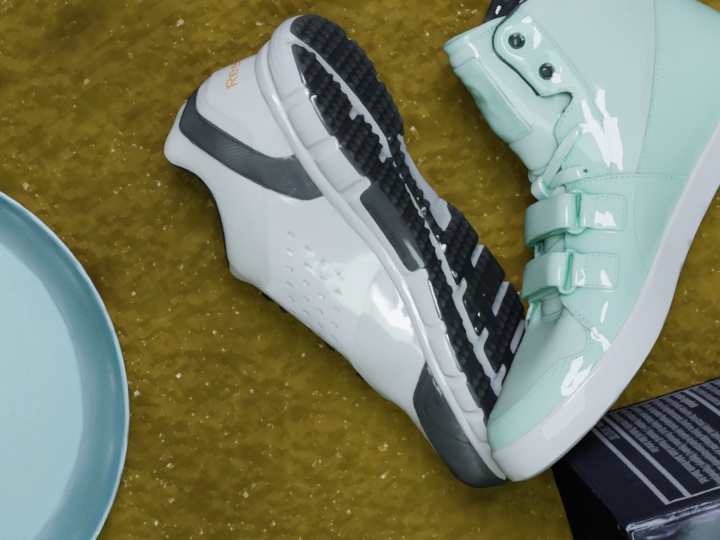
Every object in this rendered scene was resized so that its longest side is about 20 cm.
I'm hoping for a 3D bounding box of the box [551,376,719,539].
[{"bbox_3d":[0.190,0.099,0.993,0.198,0.200,0.123,-19,97,-2],"label":"box"}]

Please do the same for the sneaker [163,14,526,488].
[{"bbox_3d":[0.000,0.000,1.041,0.080,0.074,0.200,-24,104,27],"label":"sneaker"}]

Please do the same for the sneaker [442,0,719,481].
[{"bbox_3d":[0.065,-0.027,1.016,0.118,0.074,0.201,30,72,-12],"label":"sneaker"}]

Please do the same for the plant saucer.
[{"bbox_3d":[-0.189,0.054,1.044,0.200,0.027,0.200,-1,97,-4],"label":"plant saucer"}]
